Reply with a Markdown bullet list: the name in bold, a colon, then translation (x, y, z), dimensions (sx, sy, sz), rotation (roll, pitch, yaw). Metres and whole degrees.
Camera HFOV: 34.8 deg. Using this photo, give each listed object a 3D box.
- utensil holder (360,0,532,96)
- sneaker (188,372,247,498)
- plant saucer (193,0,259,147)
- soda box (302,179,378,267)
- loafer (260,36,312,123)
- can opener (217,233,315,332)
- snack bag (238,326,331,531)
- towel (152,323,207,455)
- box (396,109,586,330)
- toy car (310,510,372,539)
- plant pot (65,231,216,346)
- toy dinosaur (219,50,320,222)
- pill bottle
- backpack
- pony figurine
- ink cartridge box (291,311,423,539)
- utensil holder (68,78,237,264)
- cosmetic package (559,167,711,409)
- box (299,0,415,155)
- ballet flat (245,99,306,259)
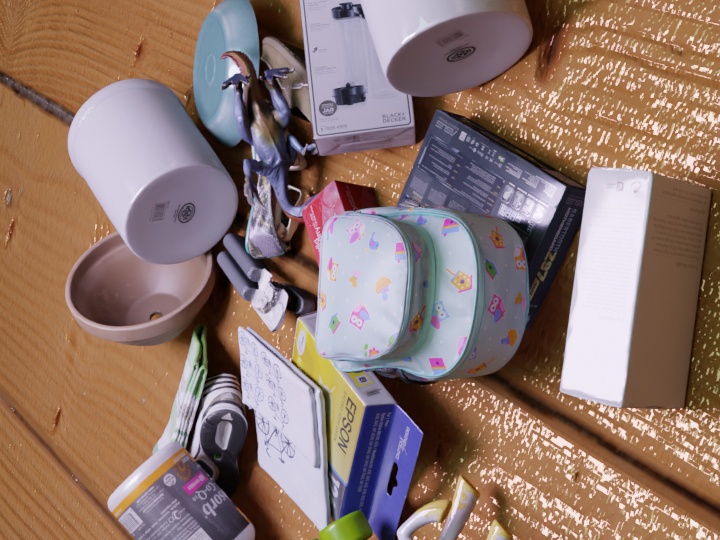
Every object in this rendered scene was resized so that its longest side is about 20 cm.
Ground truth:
- **utensil holder**: translation (0.075, -0.304, 1.183), dimensions (0.170, 0.170, 0.201), rotation (-32, 66, 40)
- **sneaker**: translation (-0.186, 0.214, 1.480), dimensions (0.116, 0.075, 0.201), rotation (-93, 21, -52)
- **plant saucer**: translation (-0.182, -0.263, 1.504), dimensions (0.200, 0.036, 0.201), rotation (-179, 90, -65)
- **soda box**: translation (0.000, 0.000, 1.296), dimensions (0.070, 0.063, 0.201), rotation (-40, 58, 37)
- **loafer**: translation (-0.068, -0.219, 1.388), dimensions (0.200, 0.076, 0.068), rotation (47, 112, 40)
- **can opener**: translation (-0.124, 0.016, 1.437), dimensions (0.200, 0.066, 0.053), rotation (43, 115, 51)
- **snack bag**: translation (-0.089, 0.184, 1.324), dimensions (0.188, 0.021, 0.201), rotation (33, 133, 52)
- **towel**: translation (-0.239, 0.184, 1.504), dimensions (0.149, 0.031, 0.201), rotation (-116, 42, -69)
- **box**: translation (0.124, -0.054, 1.178), dimensions (0.200, 0.051, 0.158), rotation (38, 112, 42)
- **toy car**: translation (-0.055, 0.369, 1.182), dimensions (0.158, 0.200, 0.165), rotation (-40, 72, 37)
- **plant pot**: translation (-0.287, 0.034, 1.549), dimensions (0.201, 0.200, 0.093), rotation (47, 158, 40)
- **toy dinosaur**: translation (-0.094, -0.152, 1.370), dimensions (0.200, 0.105, 0.182), rotation (-104, 0, -56)
- **pill bottle**: translation (-0.200, 0.314, 1.382), dimensions (0.200, 0.116, 0.116), rotation (47, 123, 3)
- **backpack**: translation (0.057, 0.022, 1.103), dimensions (0.200, 0.153, 0.177), rotation (1, 84, 39)
- **pony figurine**: translation (0.082, 0.327, 1.105), dimensions (0.200, 0.167, 0.193), rotation (-47, 64, 2)
- **ink cartridge box**: translation (-0.018, 0.181, 1.258), dimensions (0.200, 0.047, 0.198), rotation (52, 143, 40)
- **utensil holder**: translation (-0.272, -0.129, 1.515), dimensions (0.200, 0.170, 0.170), rotation (51, 120, 39)
- **cosmetic package**: translation (0.242, 0.017, 1.007), dimensions (0.074, 0.101, 0.201), rotation (10, 90, 48)
- **box**: translation (-0.004, -0.238, 1.292), dimensions (0.116, 0.060, 0.201), rotation (-8, 76, 2)
- **ballet flat**: translation (-0.100, -0.113, 1.429), dimensions (0.072, 0.072, 0.201), rotation (-1, 84, 47)
